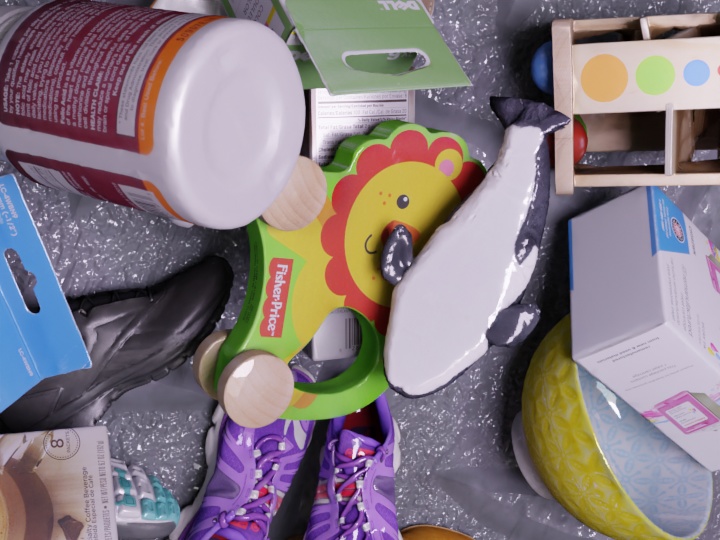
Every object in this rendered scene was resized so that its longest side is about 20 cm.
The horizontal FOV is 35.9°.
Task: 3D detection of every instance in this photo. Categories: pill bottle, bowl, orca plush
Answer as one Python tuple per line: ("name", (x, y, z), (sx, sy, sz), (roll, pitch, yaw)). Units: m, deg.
("pill bottle", (-0.141, -0.097, 0.646), (0.114, 0.199, 0.115), (-28, 125, -49))
("bowl", (0.189, 0.135, 0.908), (0.107, 0.201, 0.200), (-28, 118, 34))
("orca plush", (0.070, -0.013, 0.722), (0.105, 0.071, 0.201), (11, 87, 8))

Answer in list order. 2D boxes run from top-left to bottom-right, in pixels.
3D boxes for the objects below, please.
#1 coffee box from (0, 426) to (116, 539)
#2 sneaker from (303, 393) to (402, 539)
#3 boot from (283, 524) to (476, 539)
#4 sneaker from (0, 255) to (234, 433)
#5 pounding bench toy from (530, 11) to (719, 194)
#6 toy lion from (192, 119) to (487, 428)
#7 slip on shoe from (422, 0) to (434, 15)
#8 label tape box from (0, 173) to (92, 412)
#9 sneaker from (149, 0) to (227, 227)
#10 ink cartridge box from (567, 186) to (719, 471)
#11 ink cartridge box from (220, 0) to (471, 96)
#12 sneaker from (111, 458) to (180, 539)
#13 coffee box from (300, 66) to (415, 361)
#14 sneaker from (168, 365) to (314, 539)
("coffee box", (-0.255, 0.170, 0.688), (0.199, 0.080, 0.114), (-3, 62, -19))
("sneaker", (-0.008, 0.164, 0.815), (0.080, 0.201, 0.084), (-2, 138, 1))
("boot", (0.037, 0.259, 0.875), (0.200, 0.144, 0.071), (8, 100, -21))
("sneaker", (-0.179, 0.046, 0.789), (0.200, 0.076, 0.091), (-38, 106, -10))
("pounding bench toy", (0.215, -0.135, 0.868), (0.155, 0.200, 0.125), (-1, 102, 13))
("toy lion", (0.000, 0.000, 0.730), (0.191, 0.069, 0.201), (6, 100, -29))
("slip on shoe", (0.005, -0.261, 0.789), (0.076, 0.061, 0.201), (-23, 109, -14))
("label tape box", (-0.296, 0.037, 0.715), (0.199, 0.066, 0.144), (-16, 108, 7))
("sneaker", (-0.134, -0.132, 0.768), (0.084, 0.073, 0.201), (6, 89, -18))
("ink cartridge box", (0.257, 0.049, 0.886), (0.084, 0.145, 0.200), (-27, 130, 34))
("ink cartridge box", (-0.024, -0.167, 0.701), (0.103, 0.201, 0.059), (-8, 148, -32))
("sneaker", (-0.233, 0.187, 0.807), (0.199, 0.078, 0.092), (5, 109, -13))
("coffee box", (-0.017, -0.049, 0.802), (0.079, 0.113, 0.201), (-5, 103, -19))
("sneaker", (-0.081, 0.167, 0.836), (0.080, 0.083, 0.201), (20, 94, -23))
